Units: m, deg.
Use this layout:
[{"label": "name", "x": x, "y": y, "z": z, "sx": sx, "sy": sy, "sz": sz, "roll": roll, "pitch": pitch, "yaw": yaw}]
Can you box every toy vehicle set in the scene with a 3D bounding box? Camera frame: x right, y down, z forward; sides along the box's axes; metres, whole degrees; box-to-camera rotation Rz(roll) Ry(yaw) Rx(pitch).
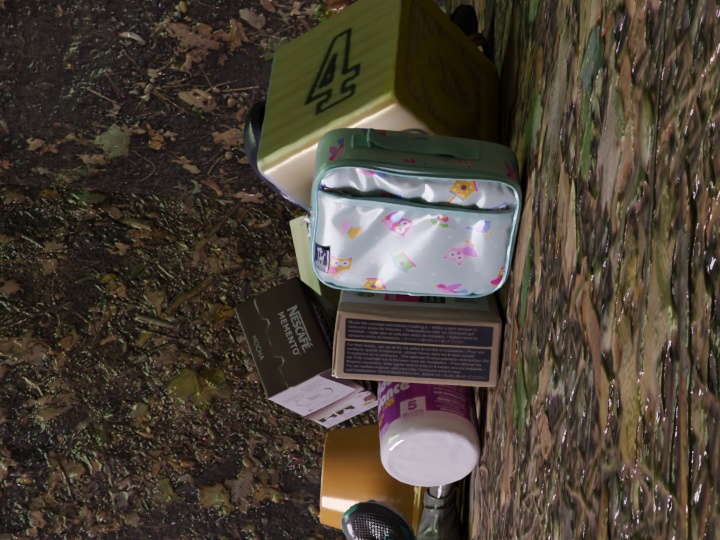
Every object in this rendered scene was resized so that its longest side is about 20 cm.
[{"label": "toy vehicle set", "x": 0.000, "y": 0.000, "z": 1.427, "sx": 0.200, "sy": 0.026, "sz": 0.125, "roll": 4, "pitch": -110, "yaw": -50}]

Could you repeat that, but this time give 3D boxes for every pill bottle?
[{"label": "pill bottle", "x": 0.074, "y": 0.134, "z": 1.300, "sx": 0.200, "sy": 0.112, "sz": 0.113, "roll": -92, "pitch": 4, "yaw": -45}]

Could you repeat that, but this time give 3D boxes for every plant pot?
[{"label": "plant pot", "x": 0.039, "y": 0.288, "z": 1.559, "sx": 0.200, "sy": 0.183, "sz": 0.201, "roll": 4, "pitch": -90, "yaw": -89}]

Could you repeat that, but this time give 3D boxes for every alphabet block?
[{"label": "alphabet block", "x": 0.025, "y": -0.173, "z": 1.291, "sx": 0.195, "sy": 0.200, "sz": 0.197, "roll": 36, "pitch": -136, "yaw": -39}]

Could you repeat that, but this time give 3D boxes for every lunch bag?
[{"label": "lunch bag", "x": 0.045, "y": -0.053, "z": 1.053, "sx": 0.161, "sy": 0.199, "sz": 0.077, "roll": 96, "pitch": 178, "yaw": -45}]

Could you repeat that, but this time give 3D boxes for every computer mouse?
[{"label": "computer mouse", "x": -0.076, "y": -0.111, "z": 1.342, "sx": 0.200, "sy": 0.053, "sz": 0.139, "roll": 47, "pitch": -141, "yaw": -28}]

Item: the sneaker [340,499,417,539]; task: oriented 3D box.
[{"label": "sneaker", "x": 0.055, "y": 0.368, "z": 1.424, "sx": 0.078, "sy": 0.200, "sz": 0.091, "roll": -43, "pitch": 15, "yaw": 1}]

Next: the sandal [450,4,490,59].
[{"label": "sandal", "x": 0.142, "y": -0.279, "z": 1.491, "sx": 0.200, "sy": 0.054, "sz": 0.082, "roll": -72, "pitch": -25, "yaw": -51}]

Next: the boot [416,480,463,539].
[{"label": "boot", "x": 0.091, "y": 0.298, "z": 1.345, "sx": 0.200, "sy": 0.067, "sz": 0.131, "roll": -69, "pitch": -18, "yaw": -78}]

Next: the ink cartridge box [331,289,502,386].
[{"label": "ink cartridge box", "x": 0.058, "y": 0.052, "z": 1.193, "sx": 0.200, "sy": 0.164, "sz": 0.075, "roll": -83, "pitch": -3, "yaw": -75}]

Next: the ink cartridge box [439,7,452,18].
[{"label": "ink cartridge box", "x": 0.112, "y": -0.279, "z": 1.595, "sx": 0.200, "sy": 0.066, "sz": 0.116, "roll": 21, "pitch": -108, "yaw": -70}]

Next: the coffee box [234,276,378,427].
[{"label": "coffee box", "x": -0.052, "y": 0.095, "z": 1.267, "sx": 0.113, "sy": 0.080, "sz": 0.200, "roll": 68, "pitch": -171, "yaw": 21}]
